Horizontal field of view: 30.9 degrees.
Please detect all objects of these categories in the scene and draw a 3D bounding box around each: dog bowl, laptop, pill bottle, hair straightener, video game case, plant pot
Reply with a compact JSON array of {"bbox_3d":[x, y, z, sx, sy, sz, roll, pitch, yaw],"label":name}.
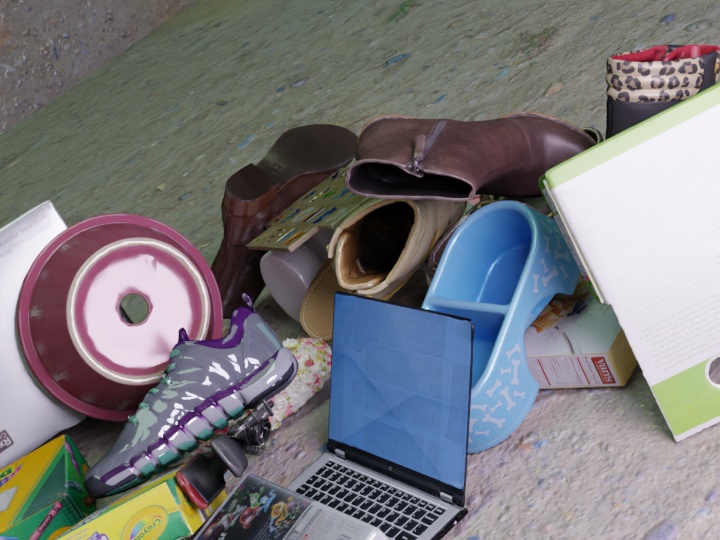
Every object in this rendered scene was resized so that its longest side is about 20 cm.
[{"bbox_3d":[0.094,0.036,0.994,0.111,0.049,0.202,5,66,47],"label":"dog bowl"},{"bbox_3d":[-0.017,0.129,0.952,0.199,0.117,0.186,-39,24,-23],"label":"laptop"},{"bbox_3d":[-0.001,-0.038,1.295,0.200,0.114,0.112,-40,25,-27],"label":"pill bottle"},{"bbox_3d":[-0.089,0.139,1.028,0.077,0.041,0.200,-42,-7,3],"label":"hair straightener"},{"bbox_3d":[-0.091,0.238,0.885,0.201,0.023,0.181,-51,28,-19],"label":"video game case"},{"bbox_3d":[-0.216,0.042,1.209,0.199,0.201,0.179,-35,7,-16],"label":"plant pot"}]

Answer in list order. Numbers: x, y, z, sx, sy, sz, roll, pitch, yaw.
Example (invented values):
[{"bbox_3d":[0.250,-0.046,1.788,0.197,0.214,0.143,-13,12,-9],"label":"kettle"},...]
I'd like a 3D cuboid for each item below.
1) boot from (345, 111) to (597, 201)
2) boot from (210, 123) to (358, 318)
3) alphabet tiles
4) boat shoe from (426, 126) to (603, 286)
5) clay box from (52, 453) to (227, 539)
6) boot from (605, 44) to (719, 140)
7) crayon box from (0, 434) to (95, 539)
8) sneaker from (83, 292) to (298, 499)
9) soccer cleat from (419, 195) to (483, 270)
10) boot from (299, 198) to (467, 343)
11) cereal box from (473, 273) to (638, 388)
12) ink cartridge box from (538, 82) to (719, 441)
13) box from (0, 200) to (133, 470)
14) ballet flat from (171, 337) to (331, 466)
[{"bbox_3d":[0.091,-0.075,1.000,0.197,0.073,0.167,7,20,5],"label":"boot"},{"bbox_3d":[-0.088,-0.044,1.356,0.185,0.201,0.064,-29,60,-35],"label":"boot"},{"bbox_3d":[-0.021,-0.068,1.189,0.166,0.006,0.200,-37,14,-16],"label":"alphabet tiles"},{"bbox_3d":[0.134,-0.052,1.114,0.199,0.060,0.072,-33,48,-16],"label":"boat shoe"},{"bbox_3d":[-0.173,0.195,0.990,0.114,0.048,0.200,-28,-3,1],"label":"clay box"},{"bbox_3d":[0.261,-0.094,0.993,0.197,0.153,0.073,-8,18,-20],"label":"boot"},{"bbox_3d":[-0.334,0.241,1.164,0.198,0.059,0.119,-30,22,-2],"label":"crayon box"},{"bbox_3d":[-0.151,0.104,1.067,0.199,0.088,0.074,-33,-7,-12],"label":"sneaker"},{"bbox_3d":[0.117,-0.032,1.206,0.197,0.087,0.071,2,62,16],"label":"soccer cleat"},{"bbox_3d":[0.000,0.000,1.111,0.200,0.073,0.155,-43,-4,20],"label":"boot"},{"bbox_3d":[0.149,0.038,1.051,0.198,0.040,0.144,-8,30,41],"label":"cereal box"},{"bbox_3d":[0.230,-0.007,0.896,0.146,0.202,0.076,-26,-1,4],"label":"ink cartridge box"},{"bbox_3d":[-0.345,0.068,1.329,0.198,0.201,0.131,-35,6,-16],"label":"box"},{"bbox_3d":[-0.117,0.115,1.155,0.199,0.064,0.076,-31,57,8],"label":"ballet flat"}]
